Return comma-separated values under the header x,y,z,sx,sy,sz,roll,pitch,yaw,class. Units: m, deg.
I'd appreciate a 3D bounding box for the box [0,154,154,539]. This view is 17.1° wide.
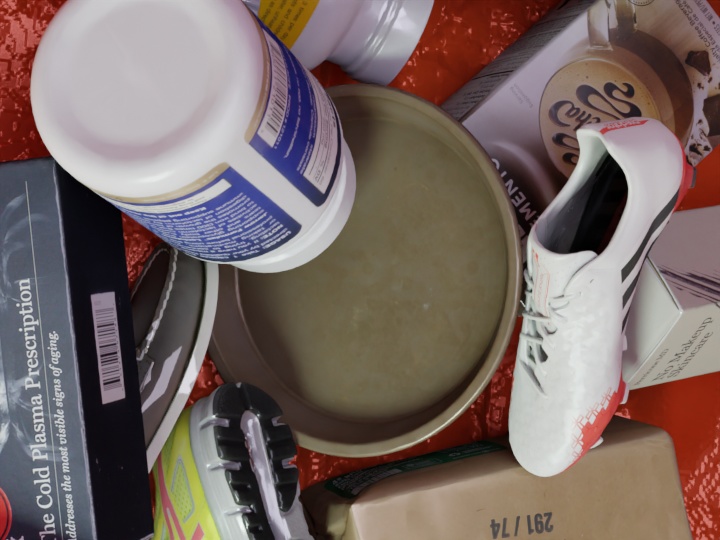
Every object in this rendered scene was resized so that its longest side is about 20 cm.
x,y,z,sx,sy,sz,roll,pitch,yaw,class
-0.212,0.051,1.201,0.182,0.104,0.200,-6,90,11,box

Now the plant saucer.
x,y,z,sx,sy,sz,roll,pitch,yaw,class
0.000,0.000,1.292,0.029,0.200,0.200,3,88,-62,plant saucer

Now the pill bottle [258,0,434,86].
x,y,z,sx,sy,sz,roll,pitch,yaw,class
-0.063,-0.171,1.292,0.200,0.104,0.104,24,82,-16,pill bottle

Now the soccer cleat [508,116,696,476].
x,y,z,sx,sy,sz,roll,pitch,yaw,class
0.112,0.013,1.254,0.085,0.069,0.200,6,109,-51,soccer cleat

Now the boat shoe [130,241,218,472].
x,y,z,sx,sy,sz,roll,pitch,yaw,class
-0.135,0.074,1.281,0.060,0.072,0.202,23,86,-22,boat shoe

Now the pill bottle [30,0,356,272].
x,y,z,sx,sy,sz,roll,pitch,yaw,class
-0.074,-0.068,1.194,0.116,0.200,0.116,-5,74,16,pill bottle

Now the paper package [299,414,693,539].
x,y,z,sx,sy,sz,roll,pitch,yaw,class
0.086,0.190,1.338,0.200,0.103,0.191,-12,92,-18,paper package

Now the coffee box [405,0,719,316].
x,y,z,sx,sy,sz,roll,pitch,yaw,class
0.120,-0.079,1.365,0.200,0.080,0.113,-42,103,-15,coffee box

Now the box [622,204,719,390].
x,y,z,sx,sy,sz,roll,pitch,yaw,class
0.218,0.007,1.359,0.200,0.082,0.068,-10,57,-35,box

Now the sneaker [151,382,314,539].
x,y,z,sx,sy,sz,roll,pitch,yaw,class
-0.070,0.166,1.293,0.078,0.090,0.200,1,75,-50,sneaker

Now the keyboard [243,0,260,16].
x,y,z,sx,sy,sz,roll,pitch,yaw,class
-0.072,-0.216,1.241,0.056,0.011,0.200,14,55,-17,keyboard
